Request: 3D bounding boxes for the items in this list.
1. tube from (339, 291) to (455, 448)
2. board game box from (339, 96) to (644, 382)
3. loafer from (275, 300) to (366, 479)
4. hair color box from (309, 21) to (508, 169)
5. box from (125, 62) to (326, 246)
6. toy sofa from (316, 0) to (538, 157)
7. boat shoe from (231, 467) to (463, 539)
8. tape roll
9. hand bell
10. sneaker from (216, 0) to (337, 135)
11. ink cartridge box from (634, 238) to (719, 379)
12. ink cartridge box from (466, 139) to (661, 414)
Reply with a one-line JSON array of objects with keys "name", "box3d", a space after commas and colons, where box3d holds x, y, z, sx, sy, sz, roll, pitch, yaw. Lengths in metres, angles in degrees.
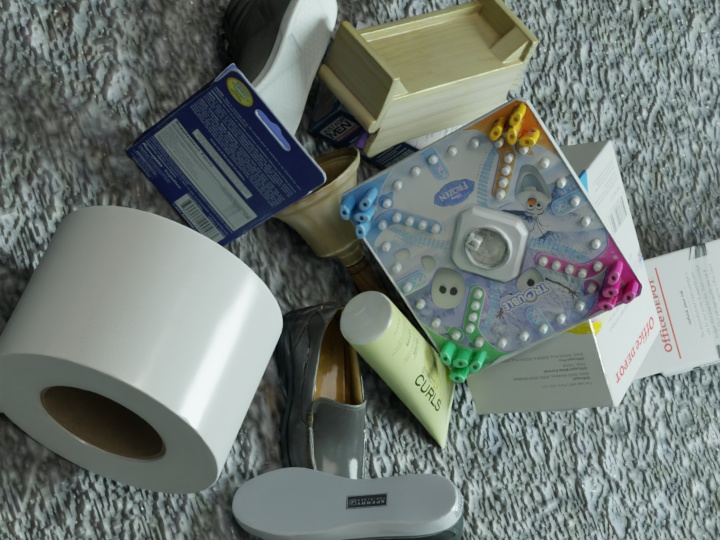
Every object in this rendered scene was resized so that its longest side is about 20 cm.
[{"name": "tube", "box3d": [0.045, 0.084, 1.598, 0.058, 0.052, 0.200, -42, 142, -2]}, {"name": "board game box", "box3d": [0.108, -0.019, 1.523, 0.201, 0.199, 0.026, 56, 29, -13]}, {"name": "loafer", "box3d": [-0.027, 0.126, 1.561, 0.072, 0.072, 0.202, -5, 78, -35]}, {"name": "hair color box", "box3d": [0.055, -0.144, 1.709, 0.199, 0.060, 0.101, 25, 60, -25]}, {"name": "box", "box3d": [-0.107, -0.096, 1.500, 0.121, 0.199, 0.032, 50, 55, -10]}, {"name": "toy sofa", "box3d": [0.059, -0.184, 1.649, 0.199, 0.098, 0.083, -20, 59, -38]}, {"name": "boat shoe", "box3d": [-0.009, 0.209, 1.505, 0.057, 0.198, 0.069, 74, 21, -46]}, {"name": "tape roll", "box3d": [-0.176, 0.064, 1.404, 0.202, 0.202, 0.140, 35, 60, -19]}, {"name": "hand bell", "box3d": [0.000, 0.000, 1.628, 0.104, 0.104, 0.201, -44, 113, -35]}, {"name": "sneaker", "box3d": [-0.098, -0.173, 1.620, 0.070, 0.099, 0.202, 24, 93, -41]}, {"name": "ink cartridge box", "box3d": [0.345, 0.035, 1.802, 0.068, 0.198, 0.117, 25, 50, -75]}, {"name": "ink cartridge box", "box3d": [0.166, 0.009, 1.628, 0.147, 0.143, 0.202, -46, 124, -52]}]
